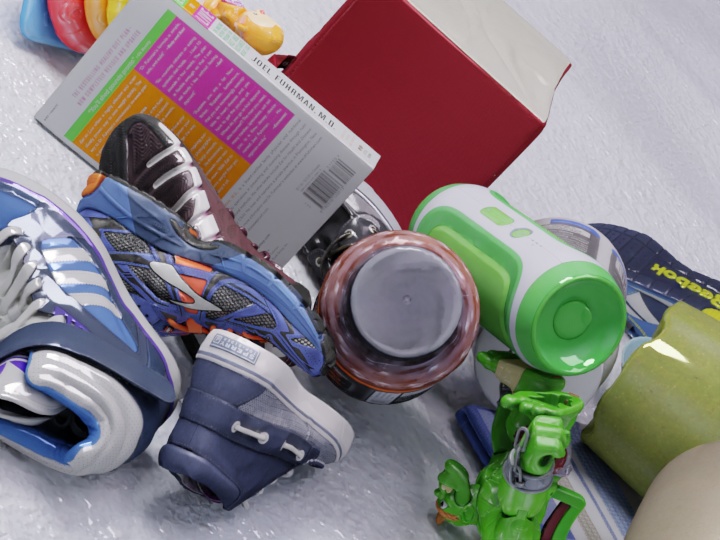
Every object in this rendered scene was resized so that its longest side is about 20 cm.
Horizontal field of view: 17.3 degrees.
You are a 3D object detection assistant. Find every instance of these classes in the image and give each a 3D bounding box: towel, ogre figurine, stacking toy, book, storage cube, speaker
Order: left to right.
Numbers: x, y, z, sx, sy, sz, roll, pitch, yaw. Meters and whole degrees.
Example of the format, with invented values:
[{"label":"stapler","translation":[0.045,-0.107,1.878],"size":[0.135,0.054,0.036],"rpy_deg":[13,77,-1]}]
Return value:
[{"label":"stacking toy","translation":[-0.133,-0.189,1.669],"size":[0.200,0.110,0.116],"rpy_deg":[20,5,35]},{"label":"book","translation":[-0.105,-0.094,1.629],"size":[0.200,0.134,0.048],"rpy_deg":[41,25,-7]},{"label":"storage cube","translation":[0.035,-0.136,1.858],"size":[0.200,0.180,0.171],"rpy_deg":[42,24,-5]},{"label":"speaker","translation":[0.106,0.004,1.642],"size":[0.088,0.089,0.200],"rpy_deg":[28,6,-30]},{"label":"ogre figurine","translation":[0.108,0.130,1.590],"size":[0.098,0.120,0.200],"rpy_deg":[8,13,-21]},{"label":"towel","translation":[0.163,0.167,1.754],"size":[0.200,0.024,0.147],"rpy_deg":[14,37,-47]}]

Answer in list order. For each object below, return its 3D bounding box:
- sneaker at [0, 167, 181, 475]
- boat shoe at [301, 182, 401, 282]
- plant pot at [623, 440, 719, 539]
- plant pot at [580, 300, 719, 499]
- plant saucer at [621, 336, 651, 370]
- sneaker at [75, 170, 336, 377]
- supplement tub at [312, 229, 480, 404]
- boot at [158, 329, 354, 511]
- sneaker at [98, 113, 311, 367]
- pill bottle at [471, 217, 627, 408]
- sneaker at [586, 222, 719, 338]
[{"label":"sneaker","translation":[-0.192,0.030,1.357],"size":[0.200,0.081,0.146],"rpy_deg":[50,20,1]},{"label":"boat shoe","translation":[0.000,0.000,1.730],"size":[0.200,0.070,0.066],"rpy_deg":[53,23,2]},{"label":"plant pot","translation":[0.235,0.241,1.590],"size":[0.187,0.187,0.200],"rpy_deg":[46,38,5]},{"label":"plant pot","translation":[0.274,0.126,1.762],"size":[0.184,0.200,0.200],"rpy_deg":[37,23,10]},{"label":"plant saucer","translation":[0.279,0.142,1.955],"size":[0.201,0.039,0.201],"rpy_deg":[34,25,-19]},{"label":"sneaker","translation":[-0.103,0.017,1.490],"size":[0.200,0.078,0.075],"rpy_deg":[30,-4,17]},{"label":"supplement tub","translation":[0.022,0.030,1.560],"size":[0.107,0.107,0.200],"rpy_deg":[45,-8,3]},{"label":"boot","translation":[-0.068,0.108,1.454],"size":[0.073,0.090,0.200],"rpy_deg":[21,-12,25]},{"label":"sneaker","translation":[-0.098,-0.011,1.597],"size":[0.115,0.076,0.200],"rpy_deg":[7,53,-60]},{"label":"pill bottle","translation":[0.143,0.038,1.803],"size":[0.114,0.114,0.200],"rpy_deg":[42,19,-4]},{"label":"sneaker","translation":[0.257,0.030,2.075],"size":[0.200,0.082,0.074],"rpy_deg":[35,46,24]}]
